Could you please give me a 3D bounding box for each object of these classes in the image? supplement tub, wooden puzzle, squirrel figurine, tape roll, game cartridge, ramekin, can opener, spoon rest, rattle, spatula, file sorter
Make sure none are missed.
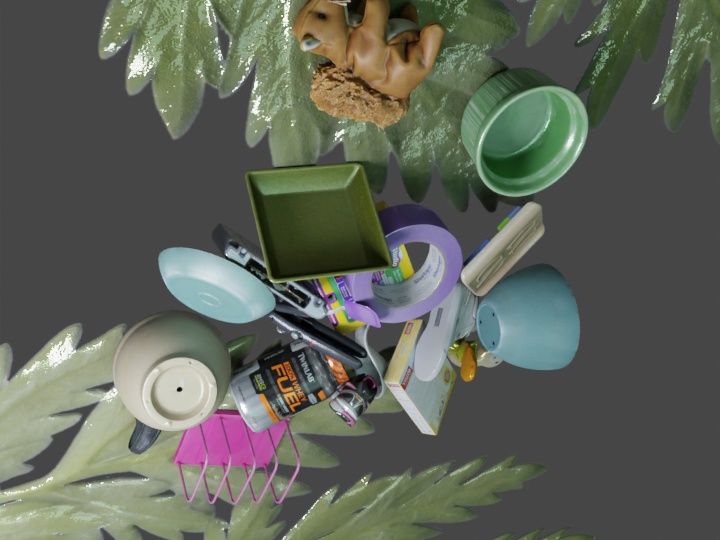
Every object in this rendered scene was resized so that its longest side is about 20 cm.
[{"bbox_3d":[-0.129,0.199,1.624,0.199,0.123,0.123,-27,133,-2],"label":"supplement tub"},{"bbox_3d":[0.250,-0.042,1.601,0.185,0.046,0.200,-47,162,4],"label":"wooden puzzle"},{"bbox_3d":[-0.009,-0.299,1.267,0.185,0.142,0.201,7,122,-21],"label":"squirrel figurine"},{"bbox_3d":[0.069,-0.010,1.504,0.199,0.066,0.201,-13,130,-16],"label":"tape roll"},{"bbox_3d":[-0.148,0.000,1.438,0.199,0.133,0.042,35,89,-26],"label":"game cartridge"},{"bbox_3d":[0.261,-0.231,1.464,0.198,0.098,0.201,-12,131,-15],"label":"ramekin"},{"bbox_3d":[-0.078,0.109,1.560,0.199,0.064,0.079,37,144,0],"label":"can opener"},{"bbox_3d":[0.019,0.151,1.680,0.060,0.099,0.201,-14,123,-32],"label":"spoon rest"},{"bbox_3d":[0.270,0.174,1.777,0.199,0.143,0.131,31,93,-33],"label":"rattle"},{"bbox_3d":[-0.063,0.067,1.506,0.198,0.021,0.057,4,144,15],"label":"spatula"},{"bbox_3d":[-0.233,0.362,1.708,0.199,0.126,0.140,8,124,-29],"label":"file sorter"}]

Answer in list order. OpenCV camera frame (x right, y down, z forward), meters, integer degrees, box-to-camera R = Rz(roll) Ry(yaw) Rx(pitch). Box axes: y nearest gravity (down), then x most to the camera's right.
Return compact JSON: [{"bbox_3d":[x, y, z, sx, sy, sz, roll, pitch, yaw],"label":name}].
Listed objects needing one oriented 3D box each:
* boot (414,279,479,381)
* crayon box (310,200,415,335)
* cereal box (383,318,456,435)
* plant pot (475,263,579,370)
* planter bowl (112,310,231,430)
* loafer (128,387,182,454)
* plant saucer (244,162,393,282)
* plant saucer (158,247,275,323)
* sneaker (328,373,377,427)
[{"bbox_3d":[0.171,0.119,1.683,0.095,0.073,0.201,23,83,-40],"label":"boot"},{"bbox_3d":[0.000,0.000,1.563,0.172,0.058,0.201,-26,132,-4],"label":"crayon box"},{"bbox_3d":[0.120,0.208,1.742,0.039,0.145,0.200,2,143,33],"label":"cereal box"},{"bbox_3d":[0.296,0.095,1.672,0.134,0.201,0.201,-8,130,-21],"label":"plant pot"},{"bbox_3d":[-0.304,0.179,1.474,0.199,0.135,0.202,-4,104,-16],"label":"planter bowl"},{"bbox_3d":[-0.374,0.238,1.587,0.070,0.068,0.201,19,112,-26],"label":"loafer"},{"bbox_3d":[-0.069,-0.068,1.402,0.198,0.201,0.048,-7,153,-19],"label":"plant saucer"},{"bbox_3d":[-0.233,0.033,1.413,0.198,0.036,0.200,17,154,8],"label":"plant saucer"},{"bbox_3d":[-0.005,0.231,1.670,0.086,0.200,0.080,-44,98,0],"label":"sneaker"}]
